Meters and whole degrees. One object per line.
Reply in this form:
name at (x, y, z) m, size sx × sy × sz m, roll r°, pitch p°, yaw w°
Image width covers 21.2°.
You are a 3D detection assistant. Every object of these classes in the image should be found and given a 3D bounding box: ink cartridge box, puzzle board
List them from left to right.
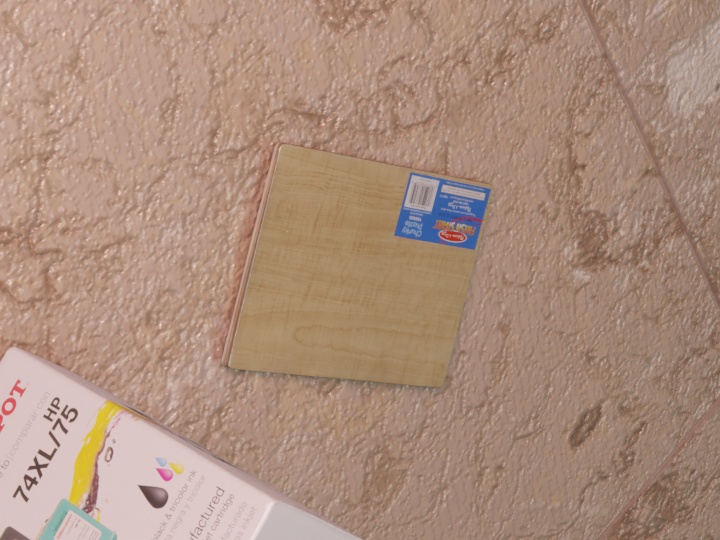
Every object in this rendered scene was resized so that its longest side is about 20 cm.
ink cartridge box at (-0.132, 0.163, 1.111) m, size 0.147 × 0.200 × 0.146 m, roll -61°, pitch 153°, yaw -5°
puzzle board at (0.000, 0.000, 1.311) m, size 0.199 × 0.017 × 0.151 m, roll 8°, pitch 99°, yaw -42°
